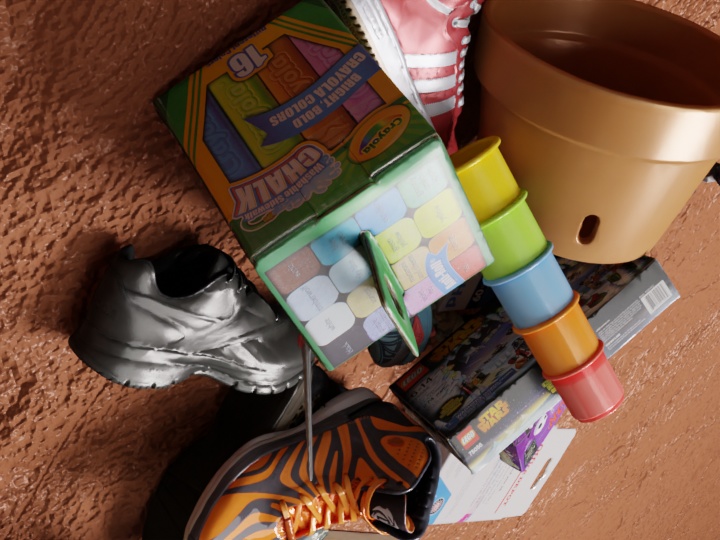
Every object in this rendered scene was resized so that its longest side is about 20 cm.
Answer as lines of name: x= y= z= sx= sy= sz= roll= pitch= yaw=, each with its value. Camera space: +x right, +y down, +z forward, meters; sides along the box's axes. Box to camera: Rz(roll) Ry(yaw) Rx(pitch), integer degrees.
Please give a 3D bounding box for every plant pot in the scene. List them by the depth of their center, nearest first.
plant pot: x=0.166 y=-0.100 z=0.829 sx=0.199 sy=0.200 sz=0.141 roll=-16 pitch=133 yaw=-38

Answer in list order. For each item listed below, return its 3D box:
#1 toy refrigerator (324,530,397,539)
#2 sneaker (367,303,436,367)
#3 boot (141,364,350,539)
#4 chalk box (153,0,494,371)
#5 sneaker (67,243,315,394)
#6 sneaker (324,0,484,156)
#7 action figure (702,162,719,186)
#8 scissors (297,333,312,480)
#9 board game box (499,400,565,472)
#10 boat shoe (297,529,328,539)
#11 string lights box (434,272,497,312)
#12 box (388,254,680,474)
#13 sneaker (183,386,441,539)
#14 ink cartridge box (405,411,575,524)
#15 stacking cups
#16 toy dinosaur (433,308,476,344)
toy refrigerator: x=-0.020 y=0.293 z=1.079 sx=0.200 sy=0.070 sz=0.076 roll=22 pitch=105 yaw=-52
sneaker: x=0.000 y=0.000 z=0.858 sx=0.095 sy=0.080 sz=0.201 roll=-16 pitch=136 yaw=-13
boot: x=-0.069 y=0.160 z=0.915 sx=0.150 sy=0.073 sz=0.201 roll=28 pitch=94 yaw=-53
chalk box: x=-0.011 y=-0.039 z=0.675 sx=0.124 sy=0.200 sz=0.125 roll=-34 pitch=142 yaw=-2
sneaker: x=-0.093 y=0.029 z=0.775 sx=0.199 sy=0.076 sz=0.091 roll=4 pitch=112 yaw=-50
sneaker: x=0.051 y=-0.152 z=0.770 sx=0.112 sy=0.071 sz=0.200 roll=-41 pitch=141 yaw=-8
action figure: x=0.319 y=-0.115 z=1.062 sx=0.200 sy=0.102 sz=0.119 roll=-43 pitch=132 yaw=-8
scissors: x=-0.036 y=0.031 z=0.757 sx=0.014 sy=0.201 sz=0.073 roll=4 pitch=142 yaw=-12
board game box: x=0.177 y=0.066 z=0.997 sx=0.200 sy=0.032 sz=0.120 roll=-53 pitch=155 yaw=-18
boat shoe: x=-0.080 y=0.271 z=0.913 sx=0.200 sy=0.062 sz=0.073 roll=-51 pitch=163 yaw=11
string lights box: x=0.131 y=-0.028 z=0.970 sx=0.199 sy=0.059 sz=0.103 roll=-4 pitch=126 yaw=-45
box: x=0.126 y=0.055 z=0.881 sx=0.200 sy=0.137 sz=0.040 roll=-40 pitch=107 yaw=-7
sneaker: x=-0.022 y=0.159 z=0.817 sx=0.200 sy=0.112 sz=0.078 roll=-34 pitch=134 yaw=-31
ink cartridge box: x=0.110 y=0.176 z=1.117 sx=0.199 sy=0.068 sz=0.116 roll=11 pitch=113 yaw=-50
stacking cups: x=0.111 y=0.011 z=0.780 sx=0.060 sy=0.060 sz=0.201 roll=-35 pitch=105 yaw=-20
toy dinosaur: x=0.102 y=0.062 z=1.004 sx=0.200 sy=0.088 sz=0.048 roll=46 pitch=56 yaw=-55
